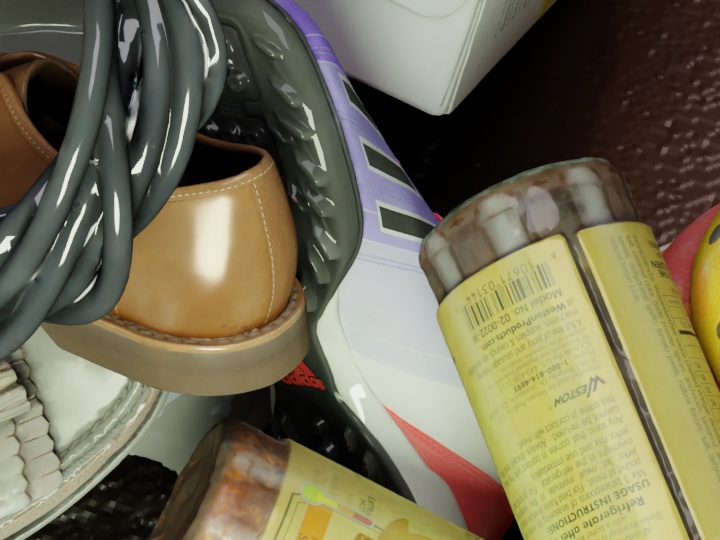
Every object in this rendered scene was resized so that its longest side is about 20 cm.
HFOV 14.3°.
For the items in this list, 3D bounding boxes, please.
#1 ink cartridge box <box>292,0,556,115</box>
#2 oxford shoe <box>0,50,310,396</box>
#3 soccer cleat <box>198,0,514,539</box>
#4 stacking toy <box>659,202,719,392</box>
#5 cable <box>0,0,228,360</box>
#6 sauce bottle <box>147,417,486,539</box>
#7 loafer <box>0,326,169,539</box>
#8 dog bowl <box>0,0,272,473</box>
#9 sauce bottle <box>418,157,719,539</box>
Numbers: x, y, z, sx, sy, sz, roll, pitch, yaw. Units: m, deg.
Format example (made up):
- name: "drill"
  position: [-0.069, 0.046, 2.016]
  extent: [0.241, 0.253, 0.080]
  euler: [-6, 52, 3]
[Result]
- name: "ink cartridge box"
  position: [0.017, -0.169, 0.872]
  extent: [0.146, 0.147, 0.200]
  euler: [26, 33, 11]
- name: "oxford shoe"
  position: [-0.103, -0.031, 0.766]
  extent: [0.199, 0.072, 0.071]
  euler: [14, 35, 21]
- name: "soccer cleat"
  position: [0.000, 0.000, 0.808]
  extent: [0.068, 0.201, 0.073]
  euler: [8, 38, 41]
- name: "stacking toy"
  position: [0.131, 0.011, 0.788]
  extent: [0.145, 0.200, 0.147]
  euler: [2, 60, -3]
- name: "cable"
  position: [-0.113, -0.057, 0.723]
  extent: [0.199, 0.051, 0.164]
  euler: [-7, 70, 32]
- name: "sauce bottle"
  position: [0.038, 0.109, 0.783]
  extent: [0.199, 0.066, 0.066]
  euler: [26, 61, -10]
- name: "loafer"
  position: [-0.146, 0.057, 0.777]
  extent: [0.199, 0.063, 0.072]
  euler: [-22, 88, 4]
- name: "dog bowl"
  position: [-0.098, -0.029, 0.880]
  extent: [0.199, 0.059, 0.201]
  euler: [1, 62, -2]
- name: "sauce bottle"
  position: [0.075, 0.072, 0.745]
  extent: [0.064, 0.065, 0.201]
  euler: [-16, 74, -11]
